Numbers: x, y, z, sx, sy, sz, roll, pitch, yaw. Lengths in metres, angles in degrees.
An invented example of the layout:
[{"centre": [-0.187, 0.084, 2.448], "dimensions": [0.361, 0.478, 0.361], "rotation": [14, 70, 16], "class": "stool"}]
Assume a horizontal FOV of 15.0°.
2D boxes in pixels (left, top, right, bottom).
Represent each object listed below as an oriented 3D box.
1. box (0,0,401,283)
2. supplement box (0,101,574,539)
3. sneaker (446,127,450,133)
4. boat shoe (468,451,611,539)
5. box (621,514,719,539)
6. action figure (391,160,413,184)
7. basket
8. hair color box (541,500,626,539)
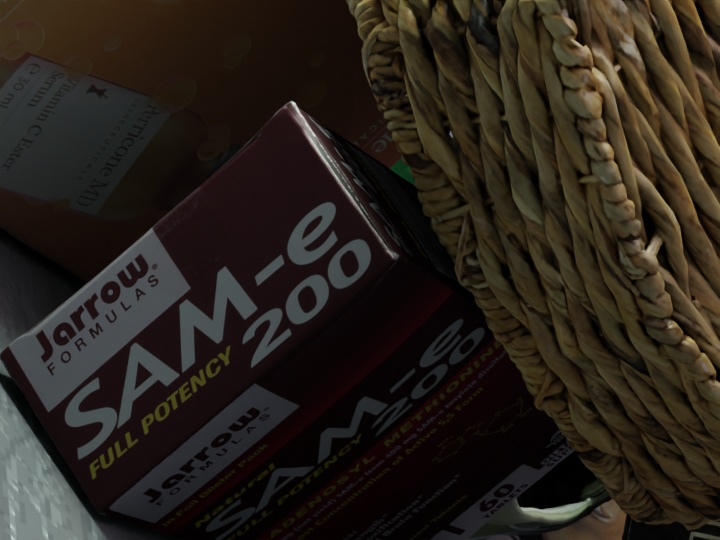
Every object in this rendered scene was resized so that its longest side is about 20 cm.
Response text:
[{"centre": [-0.075, -0.092, 0.851], "dimensions": [0.200, 0.152, 0.106], "rotation": [36, 14, -50], "class": "box"}, {"centre": [-0.005, 0.032, 0.798], "dimensions": [0.061, 0.109, 0.200], "rotation": [54, 12, 25], "class": "supplement box"}, {"centre": [0.019, -0.101, 1.252], "dimensions": [0.111, 0.077, 0.200], "rotation": [29, -3, 7], "class": "sneaker"}, {"centre": [0.069, 0.067, 0.987], "dimensions": [0.200, 0.062, 0.072], "rotation": [-17, 105, -59], "class": "boat shoe"}, {"centre": [0.149, 0.080, 1.008], "dimensions": [0.086, 0.200, 0.164], "rotation": [11, 2, 10], "class": "box"}, {"centre": [0.000, 0.000, 1.040], "dimensions": [0.200, 0.118, 0.055], "rotation": [57, -1, -1], "class": "action figure"}, {"centre": [0.066, -0.023, 0.780], "dimensions": [0.149, 0.143, 0.200], "rotation": [-1, -49, 45], "class": "basket"}, {"centre": [0.164, 0.052, 1.152], "dimensions": [0.064, 0.200, 0.111], "rotation": [35, 30, -53], "class": "hair color box"}]
